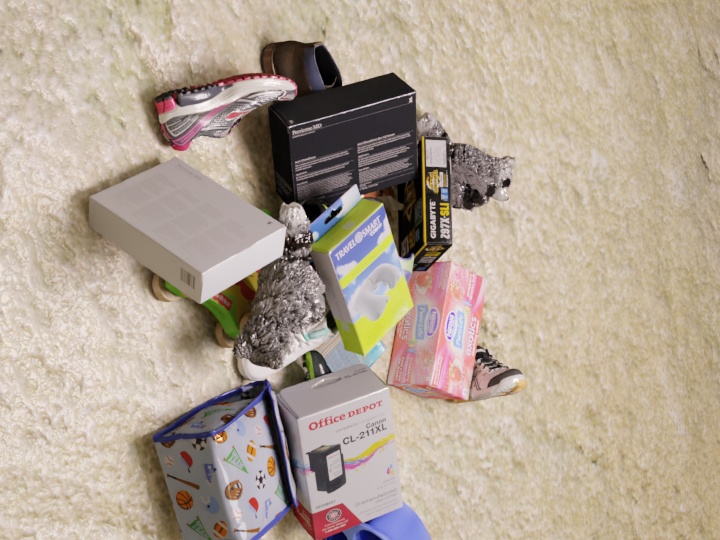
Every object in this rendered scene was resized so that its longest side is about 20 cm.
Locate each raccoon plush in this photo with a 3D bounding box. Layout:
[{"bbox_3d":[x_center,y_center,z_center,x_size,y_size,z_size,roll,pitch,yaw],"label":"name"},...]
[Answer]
[{"bbox_3d":[-0.119,0.028,1.553,0.134,0.096,0.202,-54,140,-49],"label":"raccoon plush"},{"bbox_3d":[0.187,-0.196,2.009,0.134,0.096,0.202,-46,119,-47],"label":"raccoon plush"}]

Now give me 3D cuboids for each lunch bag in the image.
[{"bbox_3d":[-0.157,0.253,1.603,0.200,0.122,0.172,-30,110,-60],"label":"lunch bag"}]

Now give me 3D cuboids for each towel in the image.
[{"bbox_3d":[-0.039,0.081,1.806,0.147,0.022,0.202,-45,120,-39],"label":"towel"}]

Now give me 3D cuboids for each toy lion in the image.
[{"bbox_3d":[-0.170,-0.008,1.646,0.200,0.068,0.194,41,53,-38],"label":"toy lion"}]

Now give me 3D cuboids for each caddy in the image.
[{"bbox_3d":[0.031,0.427,1.780,0.105,0.140,0.202,-49,122,-42],"label":"caddy"}]

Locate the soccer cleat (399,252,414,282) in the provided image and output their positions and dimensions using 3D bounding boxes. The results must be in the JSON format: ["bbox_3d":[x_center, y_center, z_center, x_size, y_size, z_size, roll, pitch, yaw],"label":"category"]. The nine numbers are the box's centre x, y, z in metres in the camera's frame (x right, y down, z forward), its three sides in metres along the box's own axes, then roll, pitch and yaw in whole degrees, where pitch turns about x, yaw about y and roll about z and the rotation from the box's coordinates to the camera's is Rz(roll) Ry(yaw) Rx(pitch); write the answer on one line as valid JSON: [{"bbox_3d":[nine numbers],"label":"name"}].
[{"bbox_3d":[-0.012,-0.035,1.761,0.198,0.065,0.085,27,88,-18],"label":"soccer cleat"}]

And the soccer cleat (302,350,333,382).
[{"bbox_3d":[-0.027,0.192,1.761,0.080,0.068,0.202,-22,118,-4],"label":"soccer cleat"}]

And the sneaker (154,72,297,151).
[{"bbox_3d":[-0.176,-0.218,1.620,0.198,0.080,0.076,-18,108,-23],"label":"sneaker"}]

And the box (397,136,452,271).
[{"bbox_3d":[0.095,-0.095,1.832,0.049,0.200,0.162,-1,79,-9],"label":"box"}]

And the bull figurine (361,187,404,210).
[{"bbox_3d":[0.008,-0.120,1.829,0.122,0.065,0.201,50,59,-24],"label":"bull figurine"}]

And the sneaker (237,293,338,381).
[{"bbox_3d":[-0.082,0.087,1.695,0.199,0.088,0.076,-36,114,-28],"label":"sneaker"}]

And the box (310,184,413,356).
[{"bbox_3d":[0.000,0.000,1.661,0.122,0.047,0.202,-43,130,-33],"label":"box"}]

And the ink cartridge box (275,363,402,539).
[{"bbox_3d":[-0.029,0.253,1.699,0.144,0.083,0.203,-17,116,-20],"label":"ink cartridge box"}]

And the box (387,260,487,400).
[{"bbox_3d":[0.122,0.095,1.927,0.102,0.094,0.203,25,70,-43],"label":"box"}]

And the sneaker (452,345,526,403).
[{"bbox_3d":[0.195,0.163,1.943,0.075,0.200,0.089,-4,83,-24],"label":"sneaker"}]

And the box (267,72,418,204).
[{"bbox_3d":[-0.022,-0.180,1.710,0.198,0.079,0.143,-18,129,-20],"label":"box"}]

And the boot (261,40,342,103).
[{"bbox_3d":[-0.066,-0.235,1.735,0.075,0.096,0.202,-43,118,-40],"label":"boot"}]

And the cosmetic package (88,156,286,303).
[{"bbox_3d":[-0.214,-0.054,1.499,0.150,0.199,0.052,-33,145,-41],"label":"cosmetic package"}]

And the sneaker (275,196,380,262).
[{"bbox_3d":[-0.045,-0.060,1.671,0.198,0.083,0.071,-18,61,-32],"label":"sneaker"}]
